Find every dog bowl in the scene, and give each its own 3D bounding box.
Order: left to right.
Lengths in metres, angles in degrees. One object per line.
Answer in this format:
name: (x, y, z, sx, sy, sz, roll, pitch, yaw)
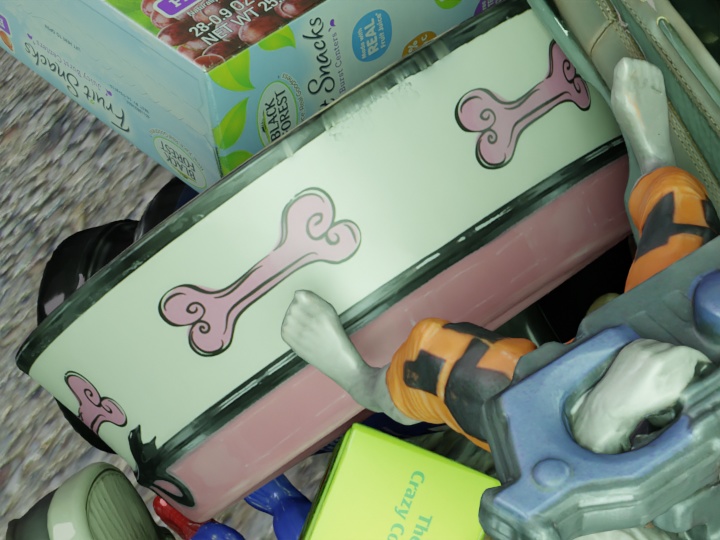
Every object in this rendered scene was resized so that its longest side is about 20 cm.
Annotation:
dog bowl: (0.000, 0.000, 0.856, 0.199, 0.074, 0.200, -34, -3, -2)

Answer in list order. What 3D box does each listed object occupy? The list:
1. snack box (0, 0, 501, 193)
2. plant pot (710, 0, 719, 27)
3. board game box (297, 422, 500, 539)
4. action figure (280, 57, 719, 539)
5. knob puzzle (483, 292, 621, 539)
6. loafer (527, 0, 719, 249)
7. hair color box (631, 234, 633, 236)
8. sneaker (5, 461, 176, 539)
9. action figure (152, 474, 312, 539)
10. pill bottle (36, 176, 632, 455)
snack box: (-0.020, -0.123, 0.971, 0.199, 0.068, 0.168, -32, 46, -24)
plant pot: (0.203, -0.132, 0.817, 0.196, 0.195, 0.201, 19, 89, 68)
board game box: (-0.020, 0.148, 0.838, 0.102, 0.047, 0.201, 110, -179, -83)
action figure: (0.099, 0.022, 0.680, 0.199, 0.105, 0.193, -24, 36, -17)
knob puzzle: (0.050, 0.087, 0.869, 0.220, 0.030, 0.221, -157, 90, -82)
loafer: (0.095, -0.065, 0.787, 0.063, 0.072, 0.201, -39, 64, 44)
hair color box: (0.137, -0.107, 0.951, 0.102, 0.061, 0.201, 79, -149, -81)
sneaker: (-0.097, 0.120, 0.860, 0.106, 0.075, 0.200, -27, -14, -3)
action figure: (-0.018, 0.110, 1.035, 0.066, 0.052, 0.200, -55, 26, 3)
pill bottle: (-0.012, 0.009, 1.031, 0.199, 0.112, 0.112, -13, 38, 29)
